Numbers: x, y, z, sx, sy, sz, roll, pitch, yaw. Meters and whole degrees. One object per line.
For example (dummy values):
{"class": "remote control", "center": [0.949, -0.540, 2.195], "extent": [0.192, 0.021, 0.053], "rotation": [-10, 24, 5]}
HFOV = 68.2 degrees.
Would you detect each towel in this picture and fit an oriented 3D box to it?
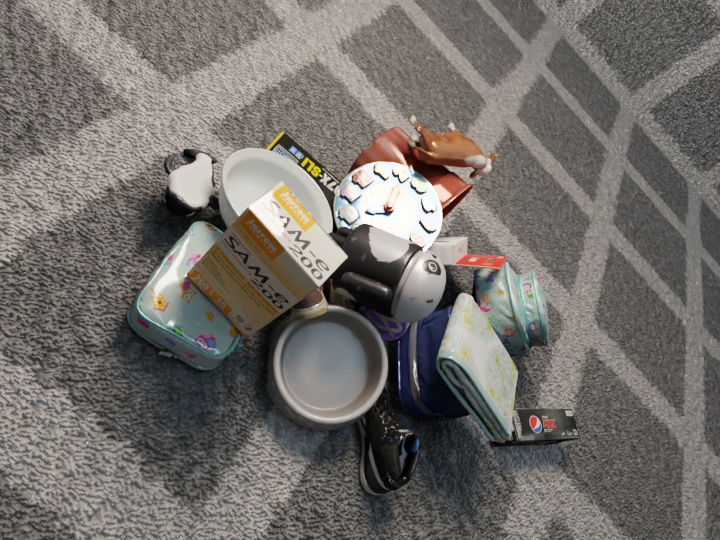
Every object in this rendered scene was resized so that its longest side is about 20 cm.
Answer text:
{"class": "towel", "center": [0.199, 0.162, 0.890], "extent": [0.200, 0.048, 0.171], "rotation": [55, 32, -18]}

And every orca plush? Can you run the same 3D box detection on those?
{"class": "orca plush", "center": [-0.284, -0.134, 0.848], "extent": [0.105, 0.071, 0.200], "rotation": [36, 24, -39]}

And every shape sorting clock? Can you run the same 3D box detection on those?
{"class": "shape sorting clock", "center": [0.050, -0.109, 0.957], "extent": [0.199, 0.039, 0.200], "rotation": [2, 67, -4]}

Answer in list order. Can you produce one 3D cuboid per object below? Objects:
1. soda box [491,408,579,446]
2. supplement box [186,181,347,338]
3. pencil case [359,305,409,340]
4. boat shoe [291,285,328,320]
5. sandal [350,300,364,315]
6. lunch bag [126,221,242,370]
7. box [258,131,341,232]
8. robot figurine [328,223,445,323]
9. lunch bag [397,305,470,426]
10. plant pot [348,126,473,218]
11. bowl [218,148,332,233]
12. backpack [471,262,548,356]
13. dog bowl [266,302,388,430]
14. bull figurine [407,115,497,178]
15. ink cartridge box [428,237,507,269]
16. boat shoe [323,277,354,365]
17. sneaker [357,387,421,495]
{"class": "soda box", "center": [0.350, 0.318, 1.078], "extent": [0.200, 0.071, 0.063], "rotation": [11, 60, -33]}
{"class": "supplement box", "center": [-0.128, -0.006, 0.695], "extent": [0.126, 0.200, 0.074], "rotation": [48, 45, -7]}
{"class": "pencil case", "center": [0.072, 0.049, 0.969], "extent": [0.085, 0.084, 0.200], "rotation": [45, 28, -1]}
{"class": "boat shoe", "center": [-0.095, 0.013, 0.839], "extent": [0.072, 0.200, 0.065], "rotation": [-13, 112, -9]}
{"class": "sandal", "center": [0.000, 0.000, 0.980], "extent": [0.054, 0.080, 0.200], "rotation": [-5, 73, -17]}
{"class": "lunch bag", "center": [-0.230, 0.041, 0.782], "extent": [0.160, 0.077, 0.200], "rotation": [37, 48, -18]}
{"class": "box", "center": [-0.114, -0.145, 1.003], "extent": [0.200, 0.049, 0.160], "rotation": [40, 45, -12]}
{"class": "robot figurine", "center": [0.035, 0.000, 0.833], "extent": [0.200, 0.125, 0.150], "rotation": [25, 65, 16]}
{"class": "lunch bag", "center": [0.141, 0.179, 0.957], "extent": [0.136, 0.132, 0.200], "rotation": [36, 45, -39]}
{"class": "plant pot", "center": [0.091, -0.174, 1.093], "extent": [0.195, 0.201, 0.201], "rotation": [48, 45, 7]}
{"class": "bowl", "center": [-0.151, -0.092, 0.863], "extent": [0.201, 0.090, 0.201], "rotation": [27, 43, -28]}
{"class": "backpack", "center": [0.299, 0.079, 1.078], "extent": [0.200, 0.150, 0.178], "rotation": [40, 42, -52]}
{"class": "dog bowl", "center": [-0.049, 0.144, 0.819], "extent": [0.200, 0.059, 0.201], "rotation": [3, 77, -14]}
{"class": "bull figurine", "center": [0.174, -0.237, 1.029], "extent": [0.200, 0.065, 0.121], "rotation": [0, 42, -44]}
{"class": "ink cartridge box", "center": [0.195, -0.038, 1.053], "extent": [0.200, 0.176, 0.045], "rotation": [-22, 113, -70]}
{"class": "boat shoe", "center": [-0.045, 0.074, 0.915], "extent": [0.065, 0.072, 0.200], "rotation": [12, 64, -39]}
{"class": "sneaker", "center": [0.049, 0.247, 0.854], "extent": [0.073, 0.112, 0.200], "rotation": [13, 58, -33]}
